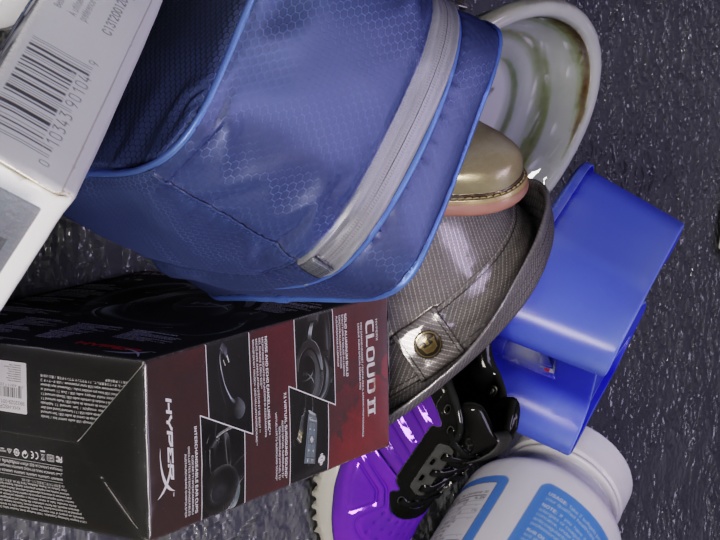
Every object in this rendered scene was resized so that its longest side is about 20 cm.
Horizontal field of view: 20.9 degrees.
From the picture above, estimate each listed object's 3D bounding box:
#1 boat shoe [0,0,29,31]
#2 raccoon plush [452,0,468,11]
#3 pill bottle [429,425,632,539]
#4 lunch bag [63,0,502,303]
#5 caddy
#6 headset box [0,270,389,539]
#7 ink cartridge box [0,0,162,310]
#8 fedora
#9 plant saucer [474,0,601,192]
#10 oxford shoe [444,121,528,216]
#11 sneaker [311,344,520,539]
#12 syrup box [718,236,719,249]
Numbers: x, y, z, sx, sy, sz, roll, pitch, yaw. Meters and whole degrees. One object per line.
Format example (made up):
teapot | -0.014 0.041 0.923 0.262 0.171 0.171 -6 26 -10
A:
boat shoe | -0.118 -0.175 0.880 0.066 0.069 0.201 54 42 -43
raccoon plush | 0.032 -0.167 1.036 0.200 0.133 0.097 -54 127 -38
pill bottle | 0.095 0.187 1.207 0.200 0.111 0.113 -51 134 -40
lunch bag | -0.043 -0.061 0.804 0.132 0.199 0.137 32 75 -28
caddy | 0.122 0.019 1.221 0.200 0.104 0.142 -51 164 -54
headset box | -0.089 0.051 0.867 0.199 0.148 0.078 -13 105 -57
ink cartridge box | -0.138 -0.014 0.680 0.043 0.201 0.199 29 31 -12
fedora | 0.000 0.000 0.993 0.090 0.199 0.177 50 16 -21
plant saucer | 0.053 -0.078 1.126 0.199 0.050 0.201 -32 146 -25
oxford shoe | -0.010 -0.085 0.919 0.071 0.198 0.074 -50 157 -53
sneaker | 0.037 0.095 1.099 0.069 0.099 0.202 -13 116 -56
syrup box | 0.359 -0.100 1.621 0.079 0.081 0.202 28 70 -53
